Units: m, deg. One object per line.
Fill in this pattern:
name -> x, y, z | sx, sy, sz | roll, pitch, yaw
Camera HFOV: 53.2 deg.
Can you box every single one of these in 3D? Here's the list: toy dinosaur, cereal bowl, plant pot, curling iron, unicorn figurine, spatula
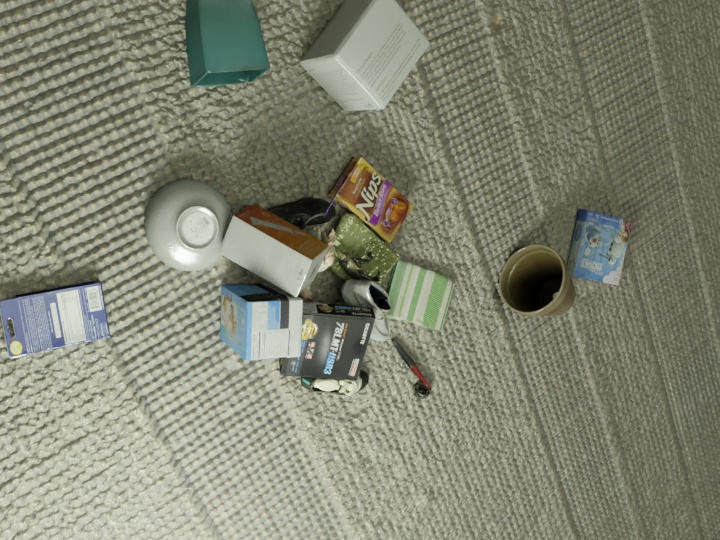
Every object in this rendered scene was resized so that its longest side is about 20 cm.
toy dinosaur -> 0.000, 0.000, 1.745 | 0.201, 0.087, 0.048 | 54, 37, -31
cereal bowl -> -0.365, -0.096, 1.564 | 0.197, 0.083, 0.204 | -4, 100, -27
plant pot -> -0.293, -0.506, 1.513 | 0.139, 0.141, 0.204 | -13, 97, -26
curling iron -> 0.135, 0.265, 1.926 | 0.049, 0.025, 0.202 | -38, 113, -22
plant pot -> 0.519, 0.048, 2.026 | 0.172, 0.198, 0.203 | 25, 86, -45
unicorn figurine -> -0.116, -0.015, 1.696 | 0.073, 0.200, 0.140 | -1, 71, -23
spatula -> -0.111, -0.116, 1.655 | 0.021, 0.057, 0.199 | 42, 121, -15

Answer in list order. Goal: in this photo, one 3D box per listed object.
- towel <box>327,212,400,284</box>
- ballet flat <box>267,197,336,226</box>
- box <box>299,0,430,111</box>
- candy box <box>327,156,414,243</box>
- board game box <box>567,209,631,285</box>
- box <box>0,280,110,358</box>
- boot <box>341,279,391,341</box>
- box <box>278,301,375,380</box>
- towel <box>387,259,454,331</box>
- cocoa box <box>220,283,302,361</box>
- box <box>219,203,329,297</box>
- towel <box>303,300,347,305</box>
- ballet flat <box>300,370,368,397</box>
towel -> -0.007, -0.035, 1.787 | 0.199, 0.036, 0.149 | 39, 89, -28
ballet flat -> -0.147, -0.131, 1.706 | 0.197, 0.057, 0.067 | -10, 75, -32
box -> 0.006, -0.495, 1.639 | 0.171, 0.199, 0.200 | 40, 79, -29
candy box -> 0.027, -0.174, 1.783 | 0.199, 0.056, 0.118 | 38, 80, -26
board game box -> 0.726, -0.069, 2.189 | 0.197, 0.043, 0.203 | 9, 95, -30
box -> -0.626, 0.098, 1.478 | 0.197, 0.032, 0.123 | -11, 103, -28
boot -> 0.039, 0.101, 1.748 | 0.201, 0.095, 0.074 | 52, 55, -32
box -> -0.081, 0.169, 1.707 | 0.195, 0.050, 0.202 | 7, 124, -15
towel -> 0.155, 0.069, 1.911 | 0.198, 0.023, 0.155 | 17, 89, -28
cocoa box -> -0.226, 0.110, 1.604 | 0.129, 0.199, 0.136 | -2, 100, -27
box -> -0.188, -0.047, 1.581 | 0.198, 0.124, 0.098 | 29, 112, 5
towel -> -0.070, 0.150, 1.784 | 0.197, 0.023, 0.146 | 5, 108, -30
ballet flat -> -0.055, 0.286, 1.801 | 0.197, 0.068, 0.069 | 4, 102, -29
